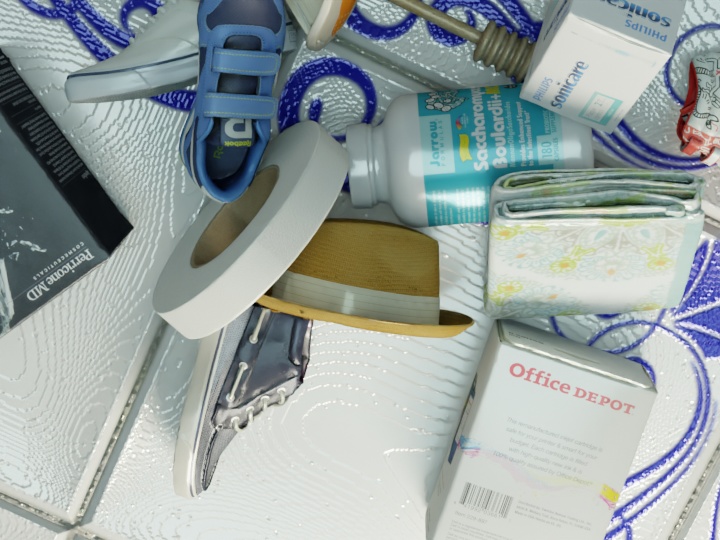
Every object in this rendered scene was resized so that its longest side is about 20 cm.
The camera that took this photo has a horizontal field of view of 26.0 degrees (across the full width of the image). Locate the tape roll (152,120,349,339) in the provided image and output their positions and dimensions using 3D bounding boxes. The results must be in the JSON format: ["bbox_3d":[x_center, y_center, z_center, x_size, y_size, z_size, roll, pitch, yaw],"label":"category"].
[{"bbox_3d":[-0.089,-0.034,1.261,0.037,0.203,0.203,41,101,-18],"label":"tape roll"}]

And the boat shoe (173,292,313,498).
[{"bbox_3d":[-0.100,0.111,1.355,0.092,0.075,0.202,15,102,5],"label":"boat shoe"}]

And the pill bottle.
[{"bbox_3d":[0.089,-0.094,1.287,0.197,0.111,0.112,-6,102,3],"label":"pill bottle"}]

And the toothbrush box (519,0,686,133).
[{"bbox_3d":[0.201,-0.230,1.195,0.084,0.147,0.202,21,69,-2],"label":"toothbrush box"}]

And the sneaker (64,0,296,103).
[{"bbox_3d":[-0.154,-0.190,1.302,0.198,0.073,0.072,-16,92,-4],"label":"sneaker"}]

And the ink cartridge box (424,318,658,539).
[{"bbox_3d":[0.153,0.160,1.353,0.144,0.088,0.202,17,104,-2],"label":"ink cartridge box"}]

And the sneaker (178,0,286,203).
[{"bbox_3d":[-0.097,-0.145,1.241,0.073,0.083,0.202,2,123,-14],"label":"sneaker"}]

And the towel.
[{"bbox_3d":[0.187,-0.019,1.273,0.169,0.201,0.049,-1,62,3],"label":"towel"}]

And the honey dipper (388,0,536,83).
[{"bbox_3d":[0.052,-0.215,1.301,0.198,0.038,0.038,25,102,-2],"label":"honey dipper"}]

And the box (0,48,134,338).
[{"bbox_3d":[-0.332,-0.046,1.307,0.199,0.124,0.197,-35,101,9],"label":"box"}]

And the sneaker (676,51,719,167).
[{"bbox_3d":[0.321,-0.086,1.306,0.107,0.067,0.204,-4,99,4],"label":"sneaker"}]

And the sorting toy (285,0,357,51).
[{"bbox_3d":[-0.051,-0.290,1.200,0.106,0.180,0.201,-31,89,2],"label":"sorting toy"}]

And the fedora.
[{"bbox_3d":[0.000,0.000,1.277,0.198,0.201,0.083,10,95,0],"label":"fedora"}]
